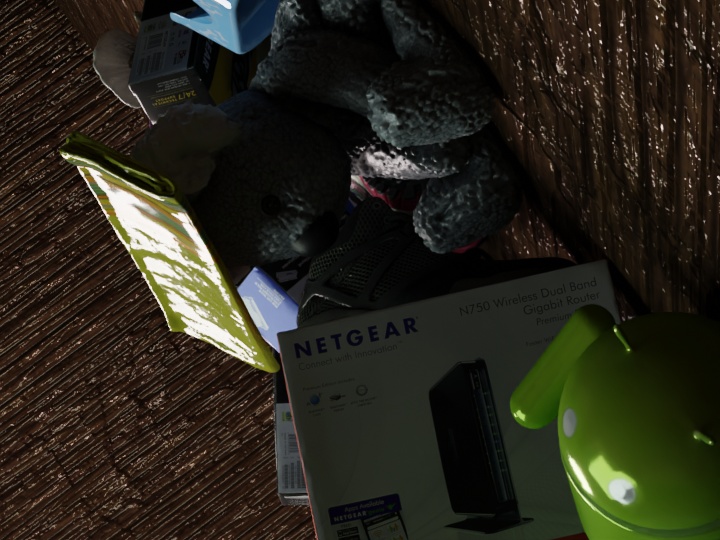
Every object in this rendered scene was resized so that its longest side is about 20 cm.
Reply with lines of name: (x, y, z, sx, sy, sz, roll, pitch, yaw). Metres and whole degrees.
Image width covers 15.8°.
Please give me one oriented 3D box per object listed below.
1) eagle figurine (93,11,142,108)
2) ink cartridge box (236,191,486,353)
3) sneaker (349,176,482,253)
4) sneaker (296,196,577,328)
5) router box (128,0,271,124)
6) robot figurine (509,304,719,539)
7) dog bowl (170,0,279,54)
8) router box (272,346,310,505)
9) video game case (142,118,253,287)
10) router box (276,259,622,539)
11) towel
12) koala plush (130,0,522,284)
eagle figurine: (-0.115, -0.152, 2.099, 0.151, 0.152, 0.200, 31, 162, 15)
ink cartridge box: (0.000, 0.000, 1.762, 0.094, 0.044, 0.200, 44, -143, 4)
sneaker: (0.013, -0.072, 1.750, 0.075, 0.081, 0.200, 56, 174, -38)
sneaker: (0.048, -0.001, 1.622, 0.076, 0.199, 0.115, 37, -133, -48)
router box: (-0.092, -0.148, 1.794, 0.157, 0.052, 0.201, 59, -154, -42)
robot figurine: (0.163, 0.094, 1.332, 0.176, 0.116, 0.200, 48, 172, 25)
dog bowl: (-0.063, -0.191, 1.562, 0.050, 0.112, 0.200, 39, 172, 5)
router box: (-0.042, 0.076, 1.985, 0.149, 0.051, 0.201, 97, 171, -82)
video game case: (-0.108, -0.087, 1.914, 0.181, 0.036, 0.201, 11, -99, -71)
router box: (0.065, 0.104, 1.489, 0.049, 0.199, 0.180, 75, -178, -73)
towel: (-0.109, -0.005, 1.516, 0.086, 0.018, 0.200, 27, 159, 30)
koala plush: (-0.037, -0.073, 1.541, 0.184, 0.200, 0.177, 51, 174, 28)
